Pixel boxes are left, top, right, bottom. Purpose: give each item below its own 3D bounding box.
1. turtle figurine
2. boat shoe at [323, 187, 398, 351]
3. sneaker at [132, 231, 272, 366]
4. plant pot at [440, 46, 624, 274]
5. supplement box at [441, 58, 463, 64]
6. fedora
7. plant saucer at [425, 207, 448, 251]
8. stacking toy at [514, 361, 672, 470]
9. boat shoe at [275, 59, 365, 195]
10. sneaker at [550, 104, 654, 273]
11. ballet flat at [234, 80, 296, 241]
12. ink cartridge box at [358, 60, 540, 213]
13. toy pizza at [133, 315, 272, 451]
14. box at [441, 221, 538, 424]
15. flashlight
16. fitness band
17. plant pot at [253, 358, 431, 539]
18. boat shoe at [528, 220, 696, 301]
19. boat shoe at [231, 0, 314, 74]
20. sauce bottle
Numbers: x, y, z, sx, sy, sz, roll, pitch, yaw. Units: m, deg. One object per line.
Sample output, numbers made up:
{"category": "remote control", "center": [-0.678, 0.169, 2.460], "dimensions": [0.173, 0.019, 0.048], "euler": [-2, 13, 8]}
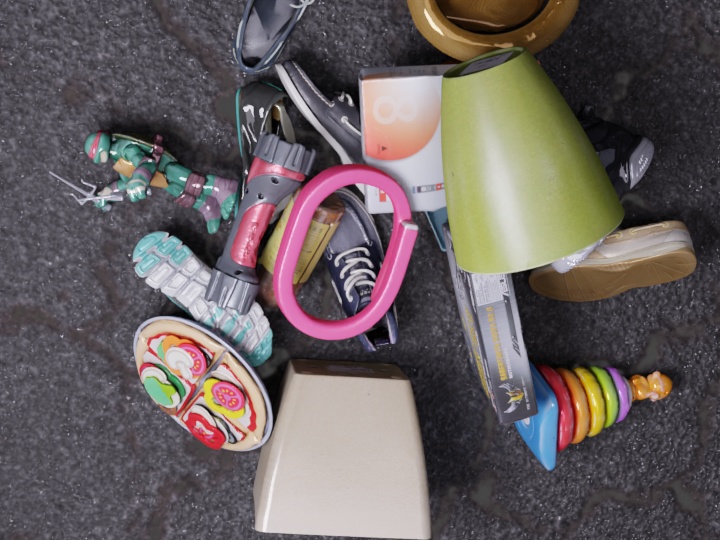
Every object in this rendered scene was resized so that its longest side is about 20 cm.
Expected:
{"category": "turtle figurine", "center": [-0.243, -0.105, 1.432], "dimensions": [0.200, 0.150, 0.101], "euler": [19, 86, -15]}
{"category": "boat shoe", "center": [0.000, 0.000, 1.496], "dimensions": [0.075, 0.093, 0.200], "euler": [-22, 106, 1]}
{"category": "sneaker", "center": [-0.178, 0.030, 1.489], "dimensions": [0.078, 0.091, 0.200], "euler": [-43, 96, -2]}
{"category": "plant pot", "center": [0.159, -0.126, 1.342], "dimensions": [0.187, 0.187, 0.200], "euler": [-20, 107, 1]}
{"category": "supplement box", "center": [0.156, -0.154, 1.482], "dimensions": [0.066, 0.069, 0.200], "euler": [-20, 109, 3]}
{"category": "fedora", "center": [0.144, -0.322, 1.422], "dimensions": [0.200, 0.082, 0.201], "euler": [-1, 96, -6]}
{"category": "plant saucer", "center": [0.090, -0.125, 1.510], "dimensions": [0.070, 0.019, 0.200], "euler": [-24, 105, 2]}
{"category": "stacking toy", "center": [0.293, 0.157, 1.570], "dimensions": [0.200, 0.110, 0.116], "euler": [-11, 122, -13]}
{"category": "boat shoe", "center": [-0.021, -0.169, 1.460], "dimensions": [0.060, 0.074, 0.200], "euler": [-37, 108, 5]}
{"category": "sneaker", "center": [0.251, -0.099, 1.485], "dimensions": [0.114, 0.075, 0.200], "euler": [36, 72, -5]}
{"category": "ballet flat", "center": [-0.109, -0.116, 1.463], "dimensions": [0.068, 0.068, 0.201], "euler": [6, 107, 20]}
{"category": "ink cartridge box", "center": [0.101, -0.146, 1.413], "dimensions": [0.199, 0.050, 0.163], "euler": [-2, 118, 3]}
{"category": "toy pizza", "center": [-0.190, 0.139, 1.487], "dimensions": [0.200, 0.032, 0.200], "euler": [22, 136, 23]}
{"category": "box", "center": [0.149, 0.054, 1.481], "dimensions": [0.048, 0.158, 0.200], "euler": [-14, 112, -3]}
{"category": "flashlight", "center": [-0.111, -0.050, 1.406], "dimensions": [0.068, 0.068, 0.200], "euler": [19, 94, -2]}
{"category": "fitness band", "center": [-0.018, -0.019, 1.408], "dimensions": [0.143, 0.037, 0.200], "euler": [12, 105, -22]}
{"category": "plant pot", "center": [-0.021, 0.202, 1.510], "dimensions": [0.199, 0.200, 0.178], "euler": [4, 93, -6]}
{"category": "boat shoe", "center": [0.301, -0.015, 1.530], "dimensions": [0.200, 0.069, 0.074], "euler": [-9, 139, 19]}
{"category": "boat shoe", "center": [-0.089, -0.313, 1.419], "dimensions": [0.075, 0.062, 0.200], "euler": [29, 100, -10]}
{"category": "sauce bottle", "center": [-0.088, -0.009, 1.486], "dimensions": [0.066, 0.066, 0.200], "euler": [27, 116, -11]}
